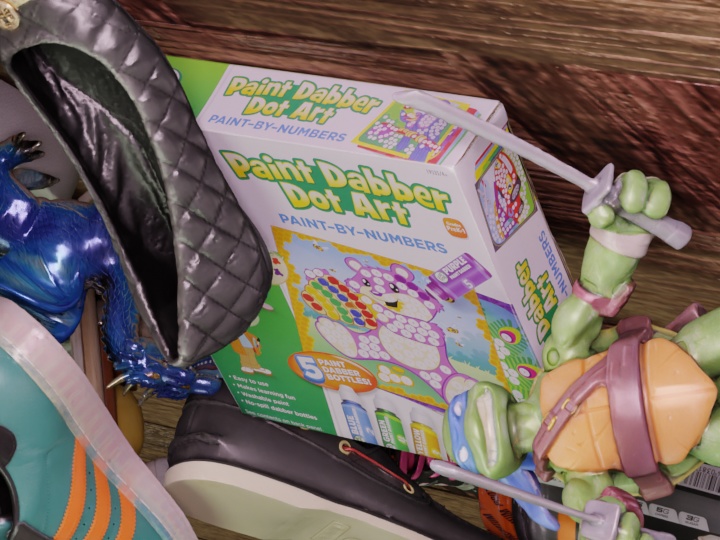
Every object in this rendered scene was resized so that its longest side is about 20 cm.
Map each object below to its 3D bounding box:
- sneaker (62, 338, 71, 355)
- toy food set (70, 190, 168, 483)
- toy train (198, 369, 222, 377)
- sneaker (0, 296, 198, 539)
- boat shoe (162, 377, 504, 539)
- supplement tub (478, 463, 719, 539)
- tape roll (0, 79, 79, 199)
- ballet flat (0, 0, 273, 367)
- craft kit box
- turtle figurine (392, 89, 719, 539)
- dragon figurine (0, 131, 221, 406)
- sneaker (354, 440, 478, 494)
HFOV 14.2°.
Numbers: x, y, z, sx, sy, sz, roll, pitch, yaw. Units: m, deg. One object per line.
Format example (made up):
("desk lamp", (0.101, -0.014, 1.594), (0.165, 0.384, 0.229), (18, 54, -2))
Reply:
("sneaker", (-0.220, 0.017, 1.481), (0.075, 0.081, 0.200), (7, 145, 47))
("toy food set", (-0.110, 0.065, 1.488), (0.060, 0.200, 0.144), (-6, 166, 1))
("toy train", (-0.008, 0.034, 1.435), (0.114, 0.087, 0.200), (13, 175, -28))
("sneaker", (-0.142, 0.103, 1.320), (0.071, 0.080, 0.200), (27, 156, 47))
("boat shoe", (0.001, 0.111, 1.387), (0.201, 0.063, 0.074), (25, 149, -21))
("supplement tub", (0.166, 0.110, 1.411), (0.200, 0.123, 0.123), (13, 166, 27))
("tape roll", (-0.235, -0.077, 1.430), (0.203, 0.037, 0.203), (18, 168, 4))
("ballet flat", (-0.099, -0.050, 1.164), (0.066, 0.057, 0.200), (-9, 122, 46))
("craft kit box", (0.000, 0.000, 1.230), (0.200, 0.049, 0.198), (10, 139, 36))
("turtle figurine", (0.119, 0.038, 1.082), (0.194, 0.144, 0.200), (-8, 134, 7))
("dragon figurine", (-0.151, -0.003, 1.325), (0.200, 0.100, 0.059), (18, 160, 3))
("sneaker", (0.036, 0.087, 1.563), (0.087, 0.074, 0.200), (5, -175, 18))
